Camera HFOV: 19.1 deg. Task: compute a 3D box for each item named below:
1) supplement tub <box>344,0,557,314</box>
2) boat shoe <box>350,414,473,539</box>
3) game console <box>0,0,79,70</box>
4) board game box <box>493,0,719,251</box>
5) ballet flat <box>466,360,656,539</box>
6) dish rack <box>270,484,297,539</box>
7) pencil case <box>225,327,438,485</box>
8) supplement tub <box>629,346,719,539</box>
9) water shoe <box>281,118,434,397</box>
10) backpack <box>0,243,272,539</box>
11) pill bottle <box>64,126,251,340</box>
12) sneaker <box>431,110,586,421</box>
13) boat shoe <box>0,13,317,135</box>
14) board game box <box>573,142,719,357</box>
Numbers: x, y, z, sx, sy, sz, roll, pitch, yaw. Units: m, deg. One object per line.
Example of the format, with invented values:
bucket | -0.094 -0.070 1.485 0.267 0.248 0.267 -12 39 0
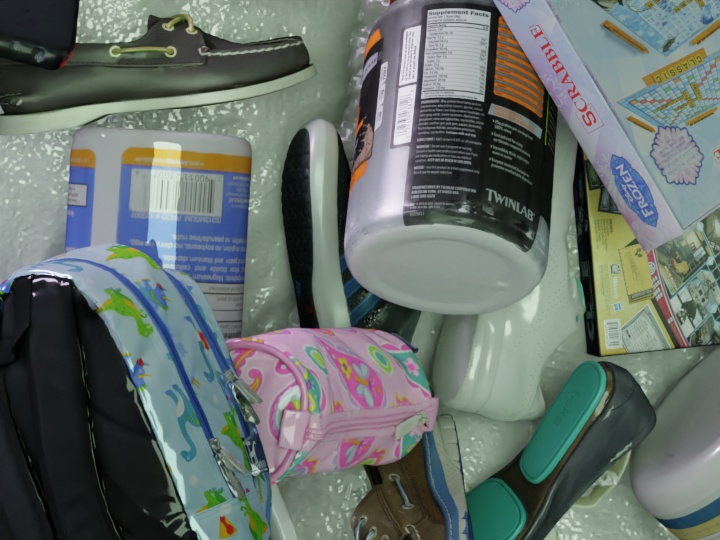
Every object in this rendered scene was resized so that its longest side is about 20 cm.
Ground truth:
supplement tub | 0.058 -0.085 1.297 0.122 0.123 0.201 11 62 -8
boat shoe | 0.032 0.164 1.303 0.072 0.200 0.072 -8 118 2
game console | -0.261 -0.197 1.255 0.199 0.177 0.031 13 126 -15
board game box | 0.193 -0.143 1.305 0.200 0.041 0.200 -32 91 -35
ballet flat | 0.115 0.146 1.360 0.073 0.073 0.200 37 103 -7
dish rack | -0.136 0.118 1.207 0.171 0.043 0.200 -25 96 -36
pencil case | -0.024 0.076 1.224 0.087 0.200 0.088 -1 88 23
supplement tub | 0.284 0.149 1.346 0.200 0.145 0.145 42 86 -12
water shoe | 0.000 0.000 1.352 0.079 0.071 0.201 -10 102 -17
backpack | -0.130 0.088 1.104 0.154 0.163 0.200 -39 103 -50
pill bottle | -0.126 0.015 1.308 0.112 0.112 0.201 3 92 -8
sneaker | 0.112 -0.001 1.369 0.088 0.075 0.201 16 91 -25
boat shoe | -0.128 -0.127 1.323 0.201 0.072 0.061 -10 97 -5
board game box | 0.207 -0.050 1.389 0.135 0.035 0.201 -5 92 -8
